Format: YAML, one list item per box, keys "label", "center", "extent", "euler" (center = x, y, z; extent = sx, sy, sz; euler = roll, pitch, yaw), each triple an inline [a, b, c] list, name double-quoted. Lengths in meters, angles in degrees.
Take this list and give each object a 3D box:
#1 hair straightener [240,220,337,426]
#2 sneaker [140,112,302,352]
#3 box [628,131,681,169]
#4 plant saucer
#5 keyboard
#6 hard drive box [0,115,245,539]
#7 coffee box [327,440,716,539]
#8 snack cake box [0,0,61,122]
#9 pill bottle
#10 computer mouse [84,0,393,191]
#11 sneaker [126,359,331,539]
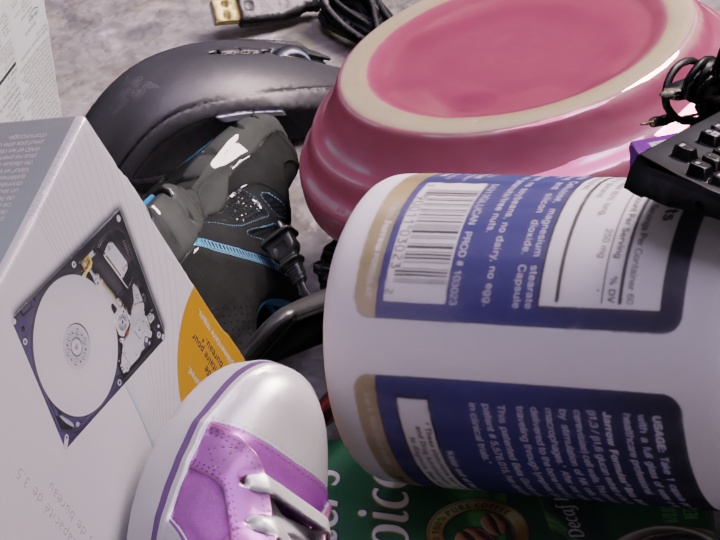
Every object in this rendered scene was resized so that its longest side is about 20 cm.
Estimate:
- label: "hair straightener"
  center: [0.000, 0.000, 0.965]
  extent: [0.077, 0.041, 0.200]
  euler: [45, 31, 4]
- label: "sneaker"
  center: [-0.062, -0.006, 1.016]
  extent: [0.073, 0.082, 0.200]
  euler: [-38, 7, 24]
- label: "box"
  center: [0.201, -0.001, 0.916]
  extent: [0.198, 0.138, 0.039]
  euler: [-12, 34, -13]
- label: "plant saucer"
  center: [0.068, -0.072, 0.972]
  extent: [0.199, 0.051, 0.201]
  euler: [-11, 30, 6]
- label: "keyboard"
  center: [0.152, -0.059, 0.805]
  extent: [0.103, 0.040, 0.200]
  euler: [17, 22, 26]
- label: "hard drive box"
  center: [-0.119, 0.077, 0.759]
  extent: [0.076, 0.156, 0.201]
  euler: [-3, 48, 29]
- label: "coffee box"
  center: [0.029, 0.111, 0.846]
  extent: [0.198, 0.044, 0.123]
  euler: [-1, 35, 4]
- label: "snack cake box"
  center: [-0.205, -0.065, 1.061]
  extent: [0.067, 0.116, 0.200]
  euler: [7, 35, 15]
- label: "pill bottle"
  center: [0.097, 0.024, 0.805]
  extent: [0.199, 0.112, 0.111]
  euler: [3, 33, 27]
- label: "computer mouse"
  center: [-0.061, -0.108, 1.173]
  extent: [0.199, 0.046, 0.141]
  euler: [-16, 38, -18]
- label: "sneaker"
  center: [-0.020, 0.118, 0.729]
  extent: [0.114, 0.072, 0.202]
  euler: [-12, 57, 41]
